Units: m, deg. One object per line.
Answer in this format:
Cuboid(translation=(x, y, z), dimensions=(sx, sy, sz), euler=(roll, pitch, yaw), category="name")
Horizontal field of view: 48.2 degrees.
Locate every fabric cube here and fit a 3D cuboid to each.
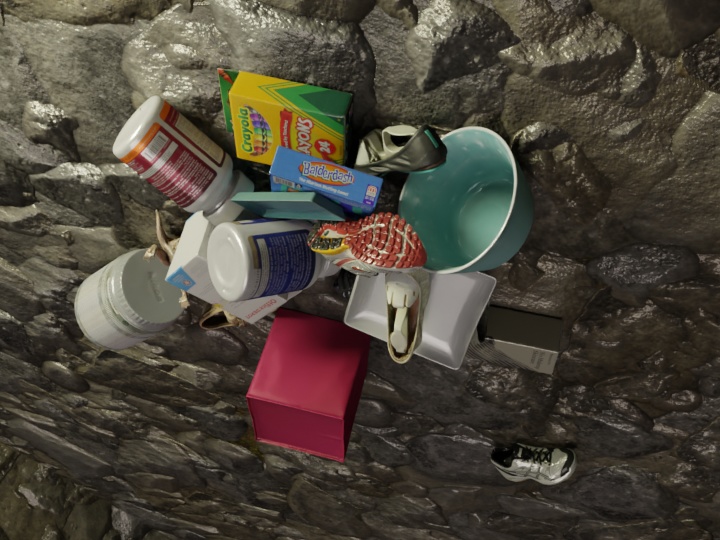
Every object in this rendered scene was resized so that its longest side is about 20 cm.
Cuboid(translation=(-0.097, 0.227, 1.587), dimensions=(0.193, 0.202, 0.201), euler=(12, 145, 6), category="fabric cube")

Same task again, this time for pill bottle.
Cuboid(translation=(-0.128, -0.024, 1.262), dimensions=(0.198, 0.121, 0.119), euler=(-9, 164, -39), category="pill bottle")
Cuboid(translation=(-0.263, -0.159, 1.216), dimensions=(0.109, 0.111, 0.199), euler=(-21, 129, 42), category="pill bottle")

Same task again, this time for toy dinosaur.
Cuboid(translation=(-0.314, -0.018, 1.465), dimensions=(0.086, 0.136, 0.200), euler=(-41, 95, 10), category="toy dinosaur")

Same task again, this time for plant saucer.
Cuboid(translation=(-0.105, -0.094, 1.153), dimensions=(0.069, 0.019, 0.198), euler=(27, 166, -40), category="plant saucer")

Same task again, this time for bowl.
Cuboid(translation=(0.156, -0.079, 1.094), dimensions=(0.199, 0.204, 0.104), euler=(-17, 152, 40), category="bowl")

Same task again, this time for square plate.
Cuboid(translation=(0.086, 0.042, 1.210), dimensions=(0.197, 0.029, 0.200), euler=(22, 131, 6), category="square plate")

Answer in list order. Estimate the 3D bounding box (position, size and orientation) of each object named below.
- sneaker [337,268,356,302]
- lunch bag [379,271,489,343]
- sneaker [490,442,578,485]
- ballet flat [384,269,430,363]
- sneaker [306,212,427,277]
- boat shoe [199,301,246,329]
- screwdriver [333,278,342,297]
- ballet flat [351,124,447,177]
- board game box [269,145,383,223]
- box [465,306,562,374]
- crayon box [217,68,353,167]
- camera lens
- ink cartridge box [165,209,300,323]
Cuboid(translation=(0.000, 0.000, 1.349), dimensions=(0.098, 0.071, 0.201), euler=(4, 143, 20), category="sneaker")
Cuboid(translation=(0.121, 0.033, 1.300), dimensions=(0.161, 0.119, 0.202), euler=(6, 139, 19), category="lunch bag")
Cuboid(translation=(0.369, 0.413, 1.739), dimensions=(0.198, 0.076, 0.088), euler=(-19, 131, 40), category="sneaker")
Cuboid(translation=(0.066, 0.051, 1.165), dimensions=(0.066, 0.063, 0.203), euler=(8, 128, 18), category="ballet flat")
Cuboid(translation=(0.018, -0.032, 1.110), dimensions=(0.198, 0.079, 0.082), euler=(15, 160, 47), category="sneaker")
Cuboid(translation=(-0.232, 0.079, 1.562), dimensions=(0.198, 0.065, 0.071), euler=(-13, 135, 37), category="boat shoe")
Cuboid(translation=(0.016, 0.083, 1.485), dimensions=(0.028, 0.029, 0.200), euler=(-16, 128, 39), category="screwdriver")
Cuboid(translation=(0.042, -0.164, 1.111), dimensions=(0.198, 0.068, 0.069), euler=(-6, 117, 51), category="ballet flat")
Cuboid(translation=(-0.053, -0.109, 1.164), dimensions=(0.150, 0.046, 0.200), euler=(18, 169, -2), category="board game box")
Cuboid(translation=(0.244, 0.115, 1.398), dimensions=(0.197, 0.069, 0.083), euler=(10, 145, 12), category="box")
Cuboid(translation=(-0.110, -0.205, 1.138), dimensions=(0.197, 0.051, 0.128), euler=(13, 145, 8), category="crayon box")
Cuboid(translation=(-0.439, 0.057, 1.539), dimensions=(0.159, 0.162, 0.199), euler=(38, 140, -27), category="camera lens")
Cuboid(translation=(-0.202, -0.011, 1.365), dimensions=(0.198, 0.127, 0.128), euler=(29, 145, -26), category="ink cartridge box")
